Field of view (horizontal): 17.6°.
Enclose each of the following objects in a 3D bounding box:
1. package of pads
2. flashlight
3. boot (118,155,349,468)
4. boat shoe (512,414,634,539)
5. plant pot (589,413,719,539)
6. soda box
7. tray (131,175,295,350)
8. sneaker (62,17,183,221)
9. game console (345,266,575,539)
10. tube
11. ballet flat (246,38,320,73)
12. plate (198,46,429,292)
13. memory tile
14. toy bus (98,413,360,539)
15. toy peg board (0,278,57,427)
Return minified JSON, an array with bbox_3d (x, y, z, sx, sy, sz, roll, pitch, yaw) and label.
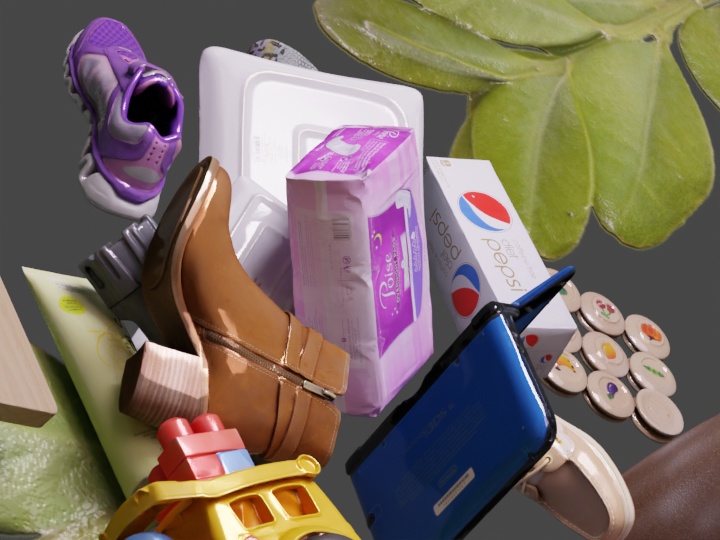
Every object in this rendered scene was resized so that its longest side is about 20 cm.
[{"bbox_3d":[0.000,0.000,1.751,0.075,0.201,0.121,5,24,22],"label":"package of pads"},{"bbox_3d":[-0.109,0.052,1.654,0.200,0.068,0.068,54,44,-4],"label":"flashlight"},{"bbox_3d":[-0.075,0.033,1.608,0.154,0.074,0.201,18,74,-20],"label":"boot"},{"bbox_3d":[0.128,0.142,1.813,0.069,0.074,0.200,-14,51,-46],"label":"boat shoe"},{"bbox_3d":[0.311,0.181,1.820,0.186,0.200,0.187,25,37,-20],"label":"plant pot"},{"bbox_3d":[0.104,-0.004,1.937,0.068,0.064,0.201,2,46,-30],"label":"soda box"},{"bbox_3d":[-0.086,0.017,1.746,0.107,0.022,0.200,35,50,-6],"label":"tray"},{"bbox_3d":[-0.177,-0.135,1.819,0.080,0.089,0.201,15,40,-29],"label":"sneaker"},{"bbox_3d":[0.092,0.113,1.691,0.118,0.200,0.171,8,45,-36],"label":"game console"},{"bbox_3d":[-0.174,0.075,1.623,0.052,0.058,0.200,-24,56,-8],"label":"tube"},{"bbox_3d":[-0.043,-0.115,1.935,0.072,0.072,0.201,-18,64,-51],"label":"ballet flat"},{"bbox_3d":[-0.033,-0.082,1.863,0.199,0.032,0.201,10,63,-20],"label":"plate"},{"bbox_3d":[0.190,0.062,2.003,0.199,0.017,0.154,26,37,-19],"label":"memory tile"},{"bbox_3d":[-0.097,0.186,1.481,0.199,0.136,0.192,-9,61,-46],"label":"toy bus"},{"bbox_3d":[-0.328,0.028,1.514,0.199,0.098,0.201,18,38,-53],"label":"toy peg board"}]
